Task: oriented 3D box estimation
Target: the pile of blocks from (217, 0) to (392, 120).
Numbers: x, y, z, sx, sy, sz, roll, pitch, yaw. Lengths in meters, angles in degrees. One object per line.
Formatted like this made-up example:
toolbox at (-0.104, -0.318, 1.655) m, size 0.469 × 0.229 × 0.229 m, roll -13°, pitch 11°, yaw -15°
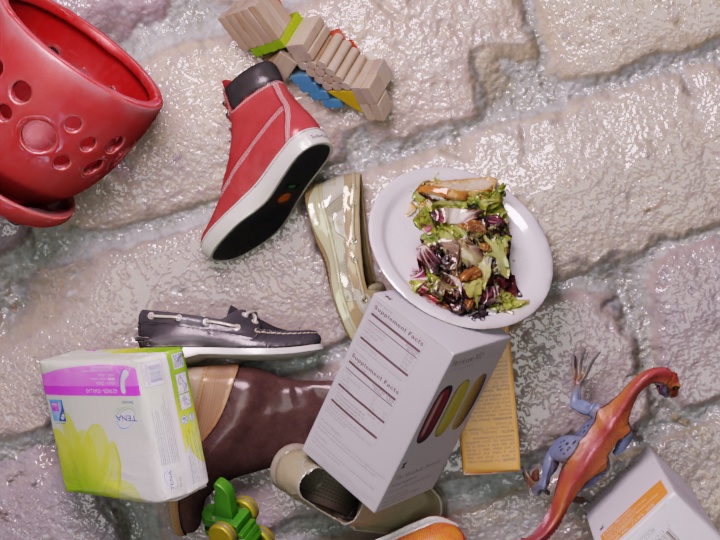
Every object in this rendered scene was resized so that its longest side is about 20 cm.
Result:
pile of blocks at (-0.049, -0.228, 1.601) m, size 0.200 × 0.082 × 0.062 m, roll 35°, pitch 55°, yaw -10°

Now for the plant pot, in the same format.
plant pot at (-0.330, -0.160, 1.556) m, size 0.200 × 0.200 × 0.183 m, roll 40°, pitch 106°, yaw -1°

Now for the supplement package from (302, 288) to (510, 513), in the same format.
supplement package at (0.045, 0.125, 1.559) m, size 0.109 × 0.114 × 0.200 m, roll 38°, pitch 118°, yaw 26°

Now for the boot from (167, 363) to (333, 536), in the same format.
boot at (-0.118, 0.200, 1.644) m, size 0.166 × 0.072 × 0.201 m, roll 8°, pitch 104°, yaw -2°

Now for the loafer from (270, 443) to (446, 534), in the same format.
loafer at (0.001, 0.241, 1.624) m, size 0.199 × 0.068 × 0.076 m, roll 16°, pitch 101°, yaw -16°

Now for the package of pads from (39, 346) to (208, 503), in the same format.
package of pads at (-0.248, 0.161, 1.597) m, size 0.200 × 0.068 × 0.155 m, roll -5°, pitch 98°, yaw 48°

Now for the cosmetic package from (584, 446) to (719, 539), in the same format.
cosmetic package at (0.292, 0.256, 1.556) m, size 0.101 × 0.200 × 0.071 m, roll -45°, pitch 91°, yaw 6°

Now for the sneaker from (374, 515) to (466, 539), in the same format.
sneaker at (0.020, 0.327, 1.617) m, size 0.200 × 0.077 × 0.073 m, roll -28°, pitch 136°, yaw 10°

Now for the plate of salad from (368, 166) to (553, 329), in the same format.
plate of salad at (0.106, -0.031, 1.554) m, size 0.200 × 0.200 × 0.048 m, roll 29°, pitch 141°, yaw 0°

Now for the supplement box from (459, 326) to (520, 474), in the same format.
supplement box at (0.129, 0.111, 1.618) m, size 0.069 × 0.067 × 0.201 m, roll -7°, pitch 96°, yaw 5°

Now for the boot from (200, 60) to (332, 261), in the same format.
boot at (-0.125, -0.117, 1.612) m, size 0.200 × 0.072 × 0.144 m, roll -50°, pitch 62°, yaw 29°

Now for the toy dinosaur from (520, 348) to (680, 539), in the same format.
toy dinosaur at (0.257, 0.179, 1.582) m, size 0.105 × 0.200 × 0.182 m, roll 27°, pitch 130°, yaw -15°

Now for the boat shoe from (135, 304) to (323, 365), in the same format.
boat shoe at (-0.139, 0.067, 1.630) m, size 0.199 × 0.074 × 0.061 m, roll -2°, pitch 80°, yaw 4°

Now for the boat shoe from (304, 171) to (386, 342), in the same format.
boat shoe at (0.000, -0.001, 1.612) m, size 0.063 × 0.073 × 0.201 m, roll -18°, pitch 88°, yaw 10°

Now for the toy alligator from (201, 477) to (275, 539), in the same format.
toy alligator at (-0.123, 0.308, 1.634) m, size 0.054 × 0.059 × 0.200 m, roll -12°, pitch 113°, yaw 35°
